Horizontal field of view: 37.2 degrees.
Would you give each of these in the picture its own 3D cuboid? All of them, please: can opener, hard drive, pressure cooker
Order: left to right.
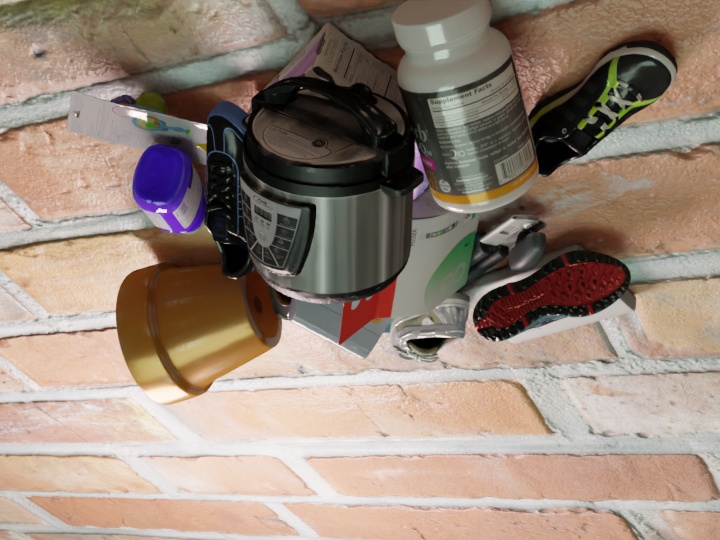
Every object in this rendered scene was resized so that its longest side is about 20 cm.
[{"bbox_3d":[-0.033,-0.093,1.060,0.174,0.180,0.202,-2,127,-5],"label":"pressure cooker"},{"bbox_3d":[0.159,-0.012,1.327,0.053,0.068,0.200,9,153,-27],"label":"can opener"},{"bbox_3d":[0.241,0.035,1.405,0.132,0.026,0.199,38,141,-29],"label":"hard drive"}]

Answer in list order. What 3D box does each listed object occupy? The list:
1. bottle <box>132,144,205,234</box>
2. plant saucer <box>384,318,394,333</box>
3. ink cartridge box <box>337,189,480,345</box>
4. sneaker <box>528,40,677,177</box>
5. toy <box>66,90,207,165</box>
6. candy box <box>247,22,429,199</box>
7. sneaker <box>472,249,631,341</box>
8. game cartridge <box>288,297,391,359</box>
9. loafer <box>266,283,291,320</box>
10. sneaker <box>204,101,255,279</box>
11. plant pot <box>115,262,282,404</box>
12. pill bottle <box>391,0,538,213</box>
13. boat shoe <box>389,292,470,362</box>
[{"bbox_3d":[-0.233,-0.092,1.343,0.065,0.085,0.200,14,170,4],"label":"bottle"},{"bbox_3d":[0.031,0.042,1.465,0.197,0.028,0.201,1,157,0],"label":"plant saucer"},{"bbox_3d":[0.061,-0.005,1.245,0.050,0.200,0.162,32,139,24],"label":"ink cartridge box"},{"bbox_3d":[0.239,-0.151,1.080,0.071,0.084,0.200,29,145,-20],"label":"sneaker"},{"bbox_3d":[-0.244,-0.179,1.276,0.198,0.048,0.115,16,159,-13],"label":"toy"},{"bbox_3d":[-0.009,-0.155,1.191,0.199,0.072,0.167,31,144,-21],"label":"candy box"},{"bbox_3d":[0.237,0.025,1.320,0.198,0.080,0.095,-18,177,22],"label":"sneaker"},{"bbox_3d":[0.000,0.000,1.336,0.132,0.042,0.201,27,101,-22],"label":"game cartridge"},{"bbox_3d":[-0.097,0.016,1.420,0.072,0.073,0.201,15,146,5],"label":"loafer"},{"bbox_3d":[-0.141,-0.084,1.194,0.069,0.078,0.202,10,129,31],"label":"sneaker"},{"bbox_3d":[-0.218,0.073,1.531,0.181,0.202,0.201,-16,138,17],"label":"plant pot"},{"bbox_3d":[0.101,-0.168,1.052,0.115,0.117,0.202,-3,124,27],"label":"pill bottle"},{"bbox_3d":[0.092,0.088,1.456,0.074,0.066,0.202,9,156,-20],"label":"boat shoe"}]
